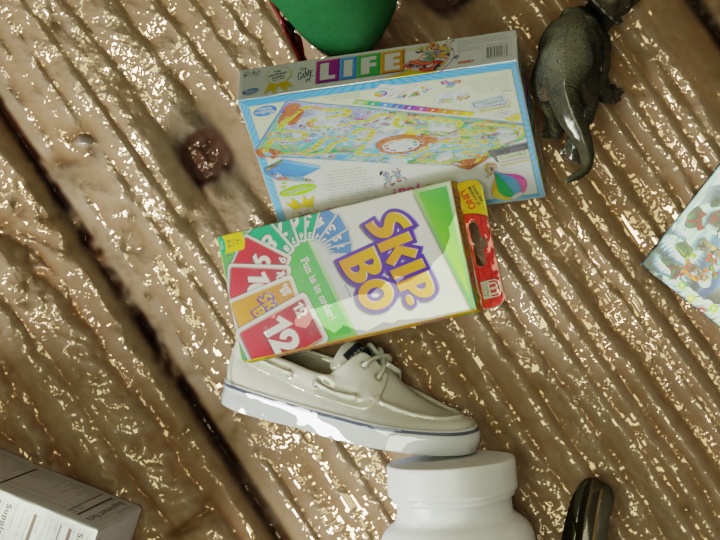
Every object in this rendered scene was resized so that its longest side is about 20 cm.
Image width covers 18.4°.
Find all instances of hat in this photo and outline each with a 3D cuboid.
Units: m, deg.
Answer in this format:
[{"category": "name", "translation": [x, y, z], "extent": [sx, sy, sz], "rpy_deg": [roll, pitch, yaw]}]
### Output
[{"category": "hat", "translation": [-0.020, -0.160, 1.563], "extent": [0.165, 0.200, 0.177], "rpy_deg": [-7, 78, 30]}]

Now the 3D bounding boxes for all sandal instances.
[{"category": "sandal", "translation": [0.170, 0.252, 1.623], "extent": [0.054, 0.082, 0.201], "rpy_deg": [9, 89, -10]}]

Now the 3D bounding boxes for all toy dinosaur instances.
[{"category": "toy dinosaur", "translation": [0.147, -0.140, 1.558], "extent": [0.077, 0.200, 0.102], "rpy_deg": [8, 134, 22]}]

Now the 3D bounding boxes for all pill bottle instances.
[{"category": "pill bottle", "translation": [0.073, 0.236, 1.612], "extent": [0.116, 0.116, 0.201], "rpy_deg": [-4, 93, 13]}]

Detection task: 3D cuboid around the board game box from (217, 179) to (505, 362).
[{"category": "board game box", "translation": [0.000, 0.000, 1.607], "extent": [0.199, 0.030, 0.096], "rpy_deg": [-13, 84, 13]}]

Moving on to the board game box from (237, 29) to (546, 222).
[{"category": "board game box", "translation": [0.025, -0.098, 1.591], "extent": [0.199, 0.034, 0.135], "rpy_deg": [-7, 135, 9]}]

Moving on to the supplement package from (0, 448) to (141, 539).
[{"category": "supplement package", "translation": [-0.287, 0.201, 1.690], "extent": [0.200, 0.114, 0.110], "rpy_deg": [21, 97, 11]}]

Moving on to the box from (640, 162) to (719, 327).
[{"category": "box", "translation": [0.313, -0.041, 1.575], "extent": [0.137, 0.040, 0.200], "rpy_deg": [38, 101, 6]}]

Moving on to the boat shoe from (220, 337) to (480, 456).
[{"category": "boat shoe", "translation": [-0.005, 0.086, 1.644], "extent": [0.200, 0.071, 0.070], "rpy_deg": [13, 100, 18]}]
